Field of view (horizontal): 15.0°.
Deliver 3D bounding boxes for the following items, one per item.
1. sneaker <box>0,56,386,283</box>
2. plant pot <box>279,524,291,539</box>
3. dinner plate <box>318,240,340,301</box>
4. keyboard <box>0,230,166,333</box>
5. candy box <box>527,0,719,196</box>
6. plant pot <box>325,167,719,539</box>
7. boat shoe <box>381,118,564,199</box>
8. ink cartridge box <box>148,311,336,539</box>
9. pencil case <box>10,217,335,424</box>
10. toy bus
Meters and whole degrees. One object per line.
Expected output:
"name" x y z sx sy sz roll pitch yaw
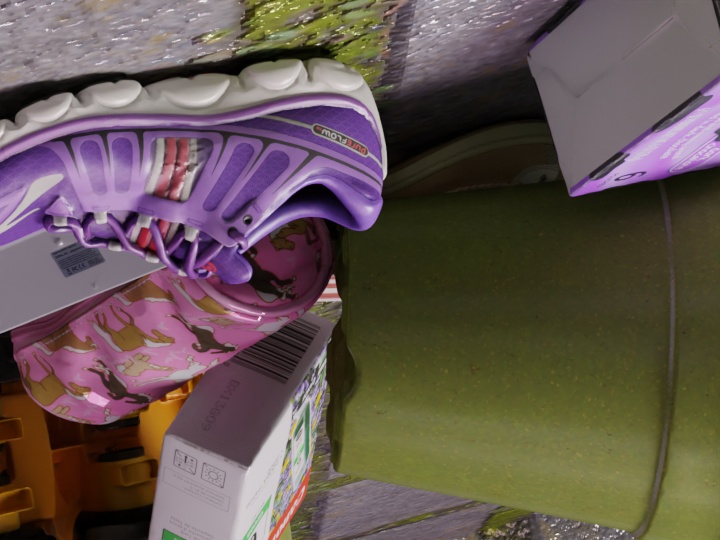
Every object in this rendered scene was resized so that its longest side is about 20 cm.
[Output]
"sneaker" -0.080 -0.031 1.083 0.199 0.084 0.081 -11 168 -16
"plant pot" -0.119 0.150 1.651 0.199 0.186 0.200 -15 170 -3
"dinner plate" 0.000 0.000 1.410 0.198 0.024 0.200 -2 177 0
"keyboard" -0.127 -0.013 1.193 0.199 0.056 0.011 -21 -152 26
"candy box" 0.195 -0.103 1.133 0.199 0.072 0.168 -11 168 -21
"plant pot" 0.081 0.034 1.245 0.188 0.202 0.200 3 167 -3
"boat shoe" 0.082 -0.032 1.349 0.073 0.064 0.200 -22 167 31
"ink cartridge box" -0.065 0.119 1.389 0.201 0.050 0.109 101 16 -45
"pencil case" -0.094 0.013 1.284 0.083 0.087 0.200 -52 -169 -33
"toy bus" -0.203 0.102 1.485 0.199 0.137 0.191 -10 -179 -38
